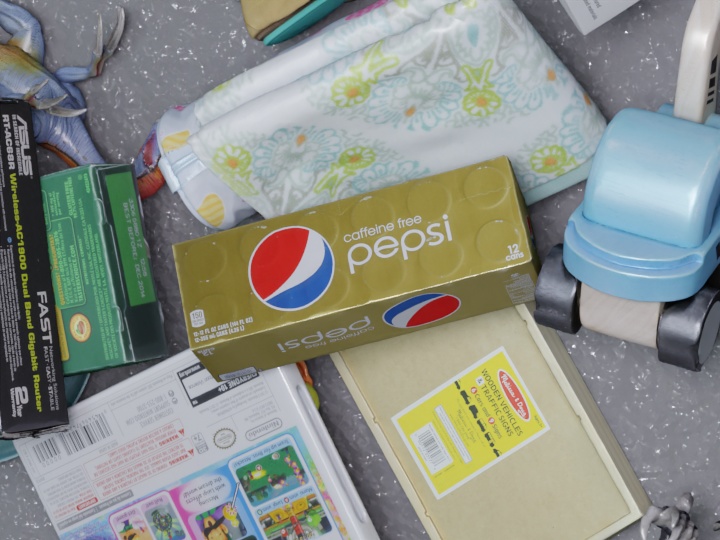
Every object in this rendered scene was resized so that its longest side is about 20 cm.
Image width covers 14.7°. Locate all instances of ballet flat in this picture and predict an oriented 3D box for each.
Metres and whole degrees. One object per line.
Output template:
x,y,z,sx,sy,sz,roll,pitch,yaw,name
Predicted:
-0.006,-0.187,1.587,0.199,0.068,0.063,-23,88,43,ballet flat

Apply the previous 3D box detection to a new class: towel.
0.024,-0.077,1.568,0.199,0.171,0.048,-24,54,19,towel

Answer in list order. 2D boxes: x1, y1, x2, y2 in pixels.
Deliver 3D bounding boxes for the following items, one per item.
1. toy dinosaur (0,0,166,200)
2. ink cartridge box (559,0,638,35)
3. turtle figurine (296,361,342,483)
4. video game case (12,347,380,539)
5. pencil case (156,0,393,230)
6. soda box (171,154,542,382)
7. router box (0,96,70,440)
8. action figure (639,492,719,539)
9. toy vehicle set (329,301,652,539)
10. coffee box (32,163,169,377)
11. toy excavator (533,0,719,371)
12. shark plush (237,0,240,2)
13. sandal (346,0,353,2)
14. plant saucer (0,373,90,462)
-0.196,-0.112,1.741,0.182,0.105,0.200,57,148,-3,toy dinosaur
0.161,-0.250,1.520,0.199,0.083,0.147,-34,66,5,ink cartridge box
-0.085,0.087,1.689,0.161,0.064,0.201,-20,93,30,turtle figurine
-0.094,0.144,1.658,0.199,0.024,0.183,-26,91,29,video game case
-0.023,-0.097,1.640,0.199,0.091,0.083,-26,101,23,pencil case
0.000,0.000,1.564,0.199,0.064,0.068,-15,67,6,soda box
-0.257,0.007,1.663,0.149,0.062,0.202,-9,89,37,router box
0.210,0.160,1.551,0.118,0.102,0.201,28,102,7,action figure
0.072,0.087,1.643,0.124,0.026,0.201,-32,80,21,toy vehicle set
-0.211,0.009,1.696,0.199,0.044,0.124,-13,87,37,coffee box
0.181,-0.075,1.542,0.099,0.195,0.201,18,127,21,toy excavator
-0.125,-0.223,1.712,0.199,0.091,0.084,8,76,42,shark plush
0.037,-0.209,1.626,0.200,0.057,0.080,-25,82,22,sandal
-0.248,0.023,1.774,0.199,0.027,0.202,2,94,23,plant saucer
